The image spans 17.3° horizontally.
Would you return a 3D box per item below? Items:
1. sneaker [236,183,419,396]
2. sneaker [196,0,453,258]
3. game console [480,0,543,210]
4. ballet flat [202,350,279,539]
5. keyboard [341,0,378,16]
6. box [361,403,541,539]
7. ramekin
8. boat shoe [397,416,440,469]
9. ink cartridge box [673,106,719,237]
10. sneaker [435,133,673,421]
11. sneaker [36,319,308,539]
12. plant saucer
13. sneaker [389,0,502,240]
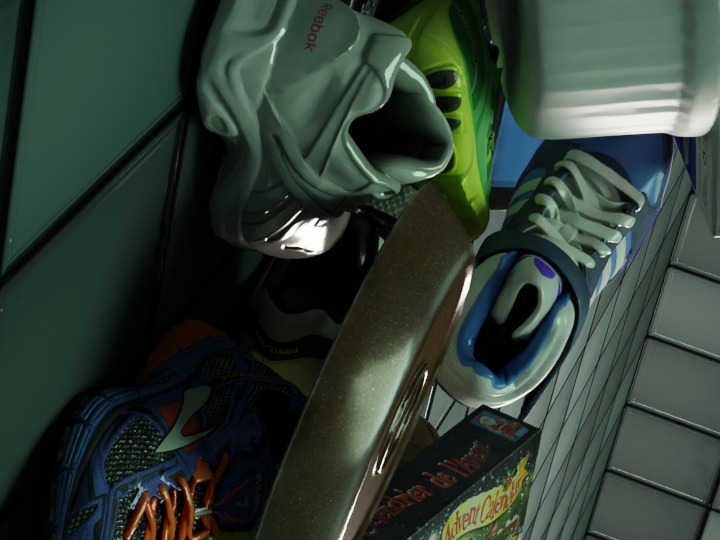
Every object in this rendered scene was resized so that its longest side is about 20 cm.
[{"bbox_3d":[0.000,0.000,1.190,0.200,0.076,0.088,-56,162,-51],"label":"sneaker"},{"bbox_3d":[-0.010,-0.049,0.997,0.200,0.099,0.078,80,31,-68],"label":"sneaker"},{"bbox_3d":[0.110,-0.087,1.444,0.171,0.118,0.200,-57,162,-48],"label":"game console"},{"bbox_3d":[-0.070,0.138,1.100,0.200,0.067,0.067,-67,-162,-6],"label":"ballet flat"},{"bbox_3d":[-0.001,-0.140,1.089,0.127,0.021,0.200,-29,137,-73],"label":"keyboard"},{"bbox_3d":[0.018,0.168,1.183,0.200,0.038,0.137,-33,139,-51],"label":"box"},{"bbox_3d":[0.119,-0.163,1.235,0.200,0.098,0.201,172,-90,-88],"label":"ramekin"},{"bbox_3d":[-0.012,0.165,1.467,0.075,0.075,0.202,-52,-177,42],"label":"boat shoe"},{"bbox_3d":[0.186,-0.117,1.319,0.200,0.037,0.095,-105,-173,-50],"label":"ink cartridge box"},{"bbox_3d":[0.110,-0.010,1.271,0.200,0.081,0.146,-53,-177,2],"label":"sneaker"},{"bbox_3d":[-0.074,0.082,0.977,0.200,0.078,0.075,-52,158,-57],"label":"sneaker"},{"bbox_3d":[0.005,0.059,1.030,0.200,0.034,0.200,24,90,-84],"label":"plant saucer"},{"bbox_3d":[0.049,-0.084,1.279,0.084,0.074,0.200,-60,165,-27],"label":"sneaker"}]
